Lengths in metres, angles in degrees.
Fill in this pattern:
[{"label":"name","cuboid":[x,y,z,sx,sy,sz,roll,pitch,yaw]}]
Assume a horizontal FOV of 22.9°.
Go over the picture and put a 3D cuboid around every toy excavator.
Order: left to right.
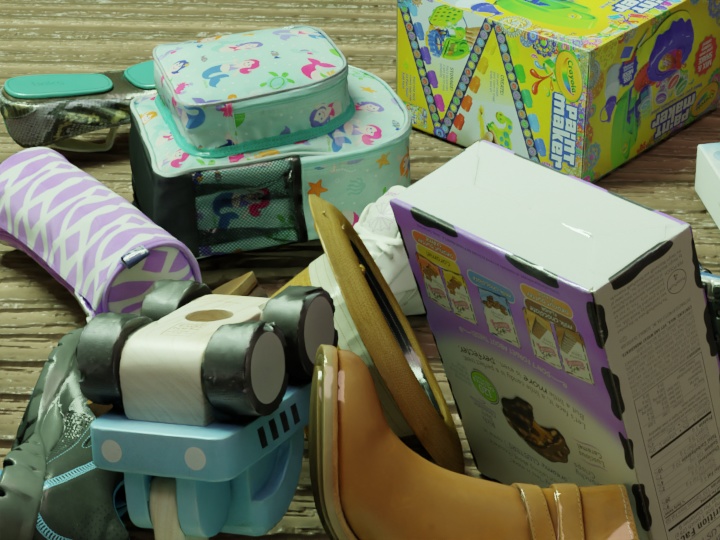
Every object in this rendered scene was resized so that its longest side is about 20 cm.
[{"label":"toy excavator","cuboid":[-0.084,0.120,0.901,0.100,0.201,0.194,1,15,24]}]

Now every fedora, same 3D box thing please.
[{"label":"fedora","cuboid":[-0.011,0.051,1.035,0.082,0.201,0.201,-27,32,4]}]

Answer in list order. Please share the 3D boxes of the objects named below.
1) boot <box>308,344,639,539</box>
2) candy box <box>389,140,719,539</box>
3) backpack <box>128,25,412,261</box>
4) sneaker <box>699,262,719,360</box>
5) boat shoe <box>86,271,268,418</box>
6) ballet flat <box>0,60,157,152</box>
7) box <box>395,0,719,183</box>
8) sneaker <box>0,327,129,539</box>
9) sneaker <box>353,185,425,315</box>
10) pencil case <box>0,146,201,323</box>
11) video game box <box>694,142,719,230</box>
[{"label":"boot","cuboid":[0.059,0.122,0.886,0.155,0.201,0.077,-12,-11,-6]},{"label":"candy box","cuboid":[0.114,0.049,0.961,0.071,0.201,0.168,-33,35,-22]},{"label":"backpack","cuboid":[-0.062,-0.093,1.295,0.199,0.151,0.178,-3,27,-14]},{"label":"sneaker","cuboid":[0.212,0.019,1.148,0.200,0.079,0.089,17,33,37]},{"label":"boat shoe","cuboid":[-0.097,0.064,1.056,0.070,0.070,0.200,-32,8,28]},{"label":"ballet flat","cuboid":[-0.190,-0.132,1.434,0.200,0.072,0.072,-10,31,-18]},{"label":"box","cuboid":[0.165,-0.180,1.453,0.192,0.122,0.200,24,39,35]},{"label":"sneaker","cuboid":[-0.163,0.109,1.040,0.082,0.073,0.200,19,32,-8]},{"label":"sneaker","cuboid":[0.000,0.000,1.172,0.075,0.100,0.200,22,39,33]},{"label":"pencil case","cuboid":[-0.190,-0.016,1.230,0.085,0.084,0.200,-40,42,-14]},{"label":"video game box","cuboid":[0.355,-0.037,1.277,0.181,0.047,0.200,-2,30,-6]}]
